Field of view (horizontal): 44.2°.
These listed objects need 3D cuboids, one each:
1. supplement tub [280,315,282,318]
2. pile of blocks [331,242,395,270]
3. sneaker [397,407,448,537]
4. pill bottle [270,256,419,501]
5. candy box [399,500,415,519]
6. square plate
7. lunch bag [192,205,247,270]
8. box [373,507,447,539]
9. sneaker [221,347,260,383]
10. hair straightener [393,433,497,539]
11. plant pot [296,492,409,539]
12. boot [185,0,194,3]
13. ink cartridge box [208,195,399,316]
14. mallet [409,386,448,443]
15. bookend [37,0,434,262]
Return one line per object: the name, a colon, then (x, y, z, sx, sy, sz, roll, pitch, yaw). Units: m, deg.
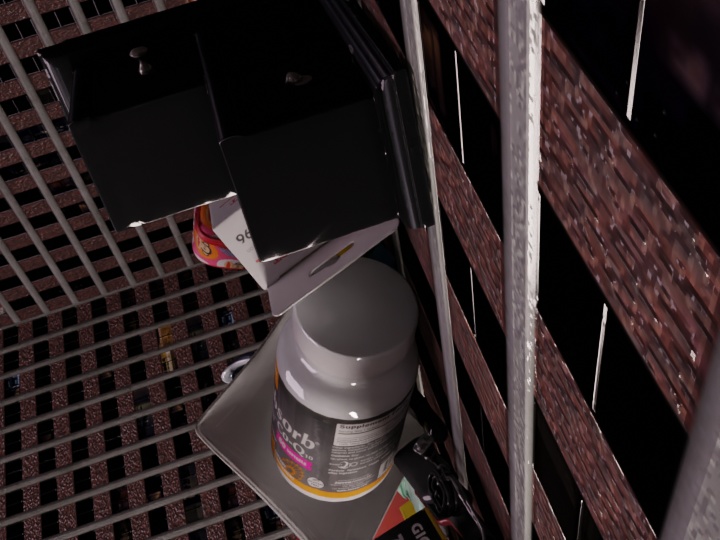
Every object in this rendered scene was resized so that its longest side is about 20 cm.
supplement tub: (-0.036, 0.074, 1.085, 0.200, 0.121, 0.125, -124, 17, -79)
pile of blocks: (0.005, -0.006, 0.753, 0.063, 0.081, 0.201, -61, -9, -27)
sneaker: (0.018, 0.211, 0.938, 0.202, 0.116, 0.074, -113, 8, -45)
pill bottle: (-0.014, 0.091, 0.716, 0.202, 0.114, 0.117, 99, 157, -48)
candy box: (0.089, 0.317, 0.900, 0.103, 0.026, 0.200, 60, 179, -12)
square plate: (-0.042, 0.154, 0.836, 0.198, 0.028, 0.201, 47, -138, -9)
lunch bag: (-0.115, -0.097, 1.096, 0.082, 0.173, 0.203, 115, 158, -60)
box: (0.081, 0.282, 0.609, 0.160, 0.049, 0.202, 52, 167, 45)
sneaker: (-0.099, 0.143, 0.952, 0.070, 0.108, 0.202, 46, 136, 25)
hair straightener: (0.056, 0.164, 0.654, 0.078, 0.041, 0.200, 56, 179, -12)
plant pot: (0.003, 0.289, 1.101, 0.200, 0.197, 0.181, 122, 139, -85)
boot: (-0.092, -0.243, 0.669, 0.155, 0.072, 0.203, -123, 28, -54)
ink cartridge box: (-0.052, -0.067, 0.669, 0.068, 0.115, 0.201, 50, -172, -30)
mallet: (0.039, 0.097, 0.799, 0.200, 0.040, 0.067, -151, 45, -77)
bookend: (-0.082, -0.083, 0.517, 0.200, 0.197, 0.093, -112, 5, -54)
